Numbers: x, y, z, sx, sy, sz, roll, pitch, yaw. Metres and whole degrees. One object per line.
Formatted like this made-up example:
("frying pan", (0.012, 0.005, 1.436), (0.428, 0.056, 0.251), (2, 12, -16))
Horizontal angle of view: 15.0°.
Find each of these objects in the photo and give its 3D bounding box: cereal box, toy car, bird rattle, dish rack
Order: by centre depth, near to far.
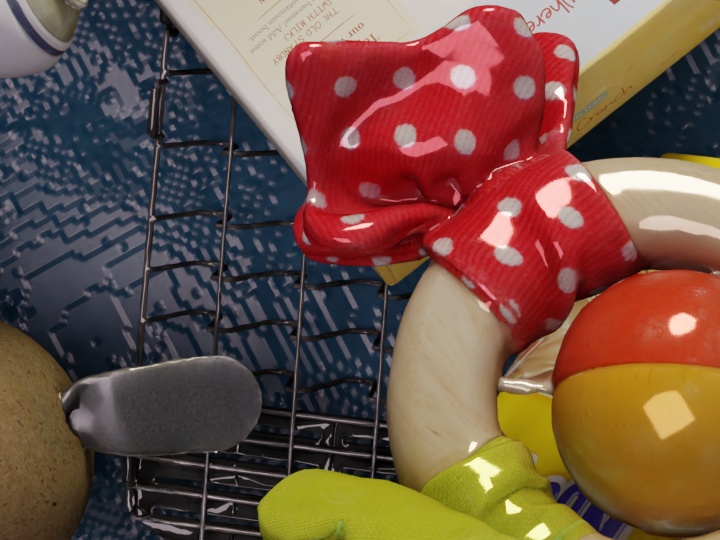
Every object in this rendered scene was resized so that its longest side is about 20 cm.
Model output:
("bird rattle", (0.055, 0.028, 0.689), (0.162, 0.113, 0.201), (6, 57, 4))
("cereal box", (0.003, -0.114, 0.817), (0.144, 0.040, 0.200), (-38, 66, -2))
("toy car", (-0.134, 0.046, 0.846), (0.199, 0.158, 0.165), (16, 118, 0))
("dish rack", (0.000, 0.000, 0.869), (0.152, 0.055, 0.202), (7, 97, 13))

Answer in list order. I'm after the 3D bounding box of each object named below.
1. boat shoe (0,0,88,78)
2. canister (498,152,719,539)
("boat shoe", (-0.092, -0.153, 0.787), (0.062, 0.072, 0.201), (-11, 67, 16))
("canister", (0.079, 0.070, 0.770), (0.086, 0.148, 0.200), (40, 80, -23))
